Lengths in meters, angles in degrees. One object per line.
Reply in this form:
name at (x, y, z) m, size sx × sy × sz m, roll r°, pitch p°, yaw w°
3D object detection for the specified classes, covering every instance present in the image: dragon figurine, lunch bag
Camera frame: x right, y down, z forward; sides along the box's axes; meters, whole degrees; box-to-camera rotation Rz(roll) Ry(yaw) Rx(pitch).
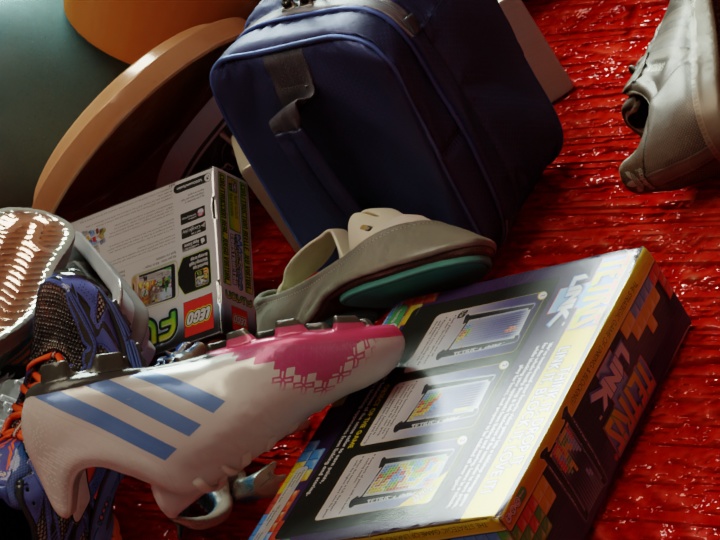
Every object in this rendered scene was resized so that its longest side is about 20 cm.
dragon figurine at (-0.090, 0.103, 1.487) m, size 0.099 × 0.059 × 0.200 m, roll -23°, pitch 26°, yaw 25°
lunch bag at (0.011, -0.089, 1.536) m, size 0.135 × 0.200 × 0.133 m, roll -8°, pitch 37°, yaw 36°

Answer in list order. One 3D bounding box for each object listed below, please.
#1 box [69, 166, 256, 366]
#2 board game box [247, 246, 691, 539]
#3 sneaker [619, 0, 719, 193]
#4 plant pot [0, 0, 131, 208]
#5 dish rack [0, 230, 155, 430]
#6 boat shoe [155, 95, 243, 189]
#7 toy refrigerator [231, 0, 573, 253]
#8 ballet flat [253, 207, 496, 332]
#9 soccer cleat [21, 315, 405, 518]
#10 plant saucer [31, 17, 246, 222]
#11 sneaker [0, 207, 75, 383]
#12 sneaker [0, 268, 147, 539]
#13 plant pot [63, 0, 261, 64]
box at (-0.154, 0.019, 1.685) m, size 0.199 × 0.035 × 0.111 m, roll -19°, pitch 64°, yaw 32°
board game box at (0.053, 0.083, 1.343) m, size 0.165 × 0.057 × 0.200 m, roll -12°, pitch 32°, yaw 38°
sneaker at (0.177, -0.115, 1.527) m, size 0.075 × 0.071 × 0.200 m, roll -25°, pitch 25°, yaw 22°
plant pot at (-0.206, -0.111, 1.908) m, size 0.134 × 0.201 × 0.200 m, roll 4°, pitch 30°, yaw 1°
dish rack at (-0.180, 0.086, 1.571) m, size 0.201 × 0.043 × 0.172 m, roll -63°, pitch 21°, yaw 5°
boat shoe at (-0.060, -0.091, 1.784) m, size 0.199 × 0.068 × 0.073 m, roll -47°, pitch -14°, yaw 28°
toy refrigerator at (0.024, -0.099, 1.689) m, size 0.199 × 0.076 × 0.070 m, roll -33°, pitch 24°, yaw 6°
ballet flat at (0.000, 0.000, 1.489) m, size 0.067 × 0.064 × 0.200 m, roll 1°, pitch -21°, yaw -35°
soccer cleat at (-0.071, 0.076, 1.380) m, size 0.199 × 0.087 × 0.070 m, roll -11°, pitch -5°, yaw 5°
plant saucer at (-0.141, -0.089, 1.771) m, size 0.200 × 0.032 × 0.200 m, roll -43°, pitch -12°, yaw -11°
sneaker at (-0.206, 0.036, 1.508) m, size 0.071 × 0.080 × 0.200 m, roll 15°, pitch 23°, yaw 7°
sneaker at (-0.162, 0.099, 1.432) m, size 0.078 × 0.201 × 0.075 m, roll 4°, pitch 0°, yaw -40°
plant pot at (-0.115, -0.239, 1.820) m, size 0.201 × 0.199 × 0.184 m, roll -84°, pitch 12°, yaw -59°
